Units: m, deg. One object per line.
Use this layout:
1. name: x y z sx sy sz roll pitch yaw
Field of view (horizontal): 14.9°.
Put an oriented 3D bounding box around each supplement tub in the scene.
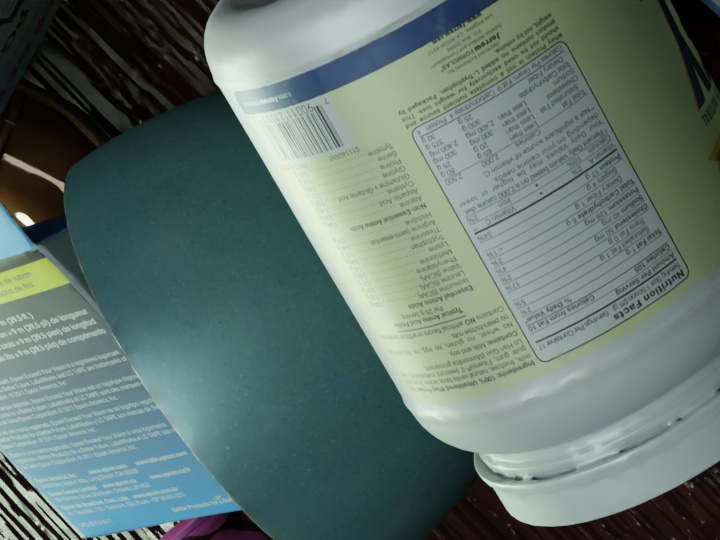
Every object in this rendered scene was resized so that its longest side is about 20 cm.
1. supplement tub: 0.053 -0.031 0.920 0.144 0.145 0.201 -17 111 41

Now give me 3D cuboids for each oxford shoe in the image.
1. oxford shoe: -0.174 -0.054 1.230 0.200 0.071 0.072 39 128 14

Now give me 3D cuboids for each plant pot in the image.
1. plant pot: 0.000 0.000 1.062 0.134 0.200 0.201 -36 87 14

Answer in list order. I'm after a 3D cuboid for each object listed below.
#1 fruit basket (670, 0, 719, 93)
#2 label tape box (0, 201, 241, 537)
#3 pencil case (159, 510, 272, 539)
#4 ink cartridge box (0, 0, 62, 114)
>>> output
1. fruit basket: 0.128 -0.082 0.970 0.185 0.094 0.200 43 134 13
2. label tape box: -0.126 0.022 1.179 0.143 0.066 0.200 -14 124 46
3. pencil case: -0.027 0.196 1.221 0.200 0.094 0.091 49 132 9
4. ink cartridge box: -0.184 -0.112 1.093 0.083 0.200 0.146 31 101 5
